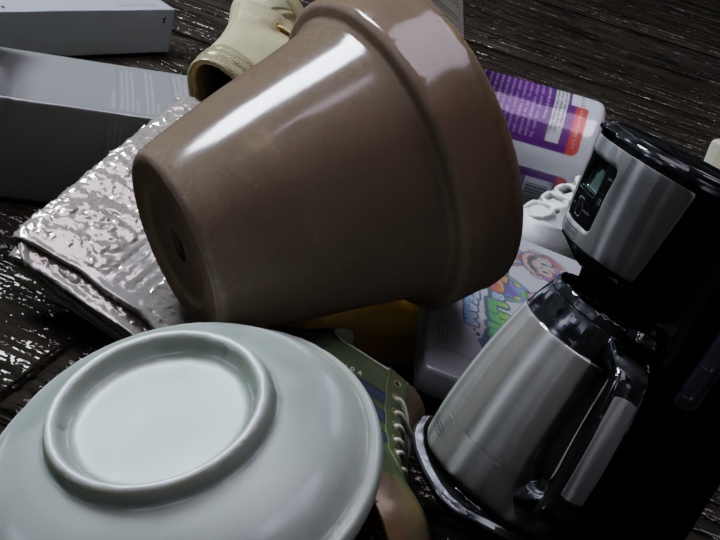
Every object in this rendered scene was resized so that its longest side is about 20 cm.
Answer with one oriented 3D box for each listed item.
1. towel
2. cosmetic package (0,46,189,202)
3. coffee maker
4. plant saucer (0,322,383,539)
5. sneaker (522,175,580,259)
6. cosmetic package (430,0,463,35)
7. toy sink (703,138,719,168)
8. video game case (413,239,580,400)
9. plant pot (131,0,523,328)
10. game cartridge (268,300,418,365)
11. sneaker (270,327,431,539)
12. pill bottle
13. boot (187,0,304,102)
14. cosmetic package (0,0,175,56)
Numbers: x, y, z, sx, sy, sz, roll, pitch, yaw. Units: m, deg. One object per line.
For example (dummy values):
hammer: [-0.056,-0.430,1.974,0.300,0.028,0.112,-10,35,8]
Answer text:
towel: [-0.118,-0.033,0.774,0.132,0.035,0.200,33,48,5]
cosmetic package: [-0.227,-0.107,0.887,0.199,0.090,0.107,5,29,-12]
coffee maker: [0.151,0.050,0.596,0.192,0.200,0.135,22,17,-33]
plant saucer: [-0.090,0.080,0.558,0.200,0.050,0.200,-6,37,4]
sneaker: [0.163,-0.038,0.944,0.200,0.087,0.075,0,31,-26]
cosmetic package: [0.033,-0.162,0.945,0.071,0.201,0.105,-6,-13,27]
toy sink: [0.371,-0.029,0.984,0.200,0.131,0.112,-4,32,-34]
video game case: [0.125,0.043,0.792,0.182,0.024,0.200,21,31,-8]
plant pot: [-0.032,-0.050,0.693,0.174,0.201,0.200,-24,42,-22]
game cartridge: [0.000,0.000,0.852,0.176,0.033,0.200,2,29,-22]
sneaker: [0.003,0.086,0.646,0.090,0.067,0.200,-9,32,-29]
pill bottle: [0.103,-0.120,1.043,0.200,0.112,0.111,17,27,4]
boot: [-0.052,-0.113,0.926,0.073,0.200,0.156,-18,29,25]
cosmetic package: [-0.308,-0.261,1.176,0.200,0.052,0.151,-11,35,-40]
